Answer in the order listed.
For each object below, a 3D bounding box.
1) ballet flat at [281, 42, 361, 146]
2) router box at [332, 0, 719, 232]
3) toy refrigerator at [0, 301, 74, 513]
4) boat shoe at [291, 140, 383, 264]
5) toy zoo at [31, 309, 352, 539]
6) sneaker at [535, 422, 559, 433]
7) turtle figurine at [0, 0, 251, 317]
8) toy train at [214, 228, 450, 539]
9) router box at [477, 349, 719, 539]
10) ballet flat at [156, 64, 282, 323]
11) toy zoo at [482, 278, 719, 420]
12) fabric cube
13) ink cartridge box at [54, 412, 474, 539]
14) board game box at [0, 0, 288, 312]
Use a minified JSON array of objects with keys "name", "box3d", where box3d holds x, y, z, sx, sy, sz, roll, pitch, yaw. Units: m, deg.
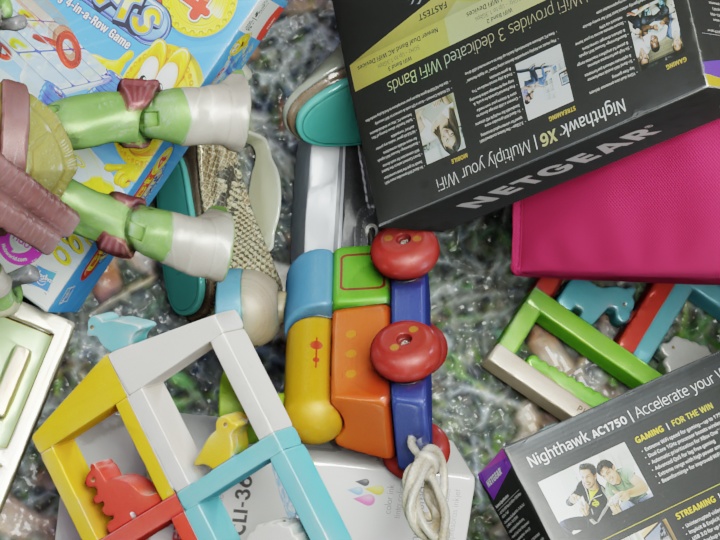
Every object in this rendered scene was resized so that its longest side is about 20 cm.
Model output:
[{"name":"ballet flat","box3d":[0.046,-0.118,1.256,0.199,0.068,0.064,-18,54,-13]},{"name":"router box","box3d":[0.079,-0.122,1.126,0.052,0.199,0.158,4,71,-48]},{"name":"toy refrigerator","box3d":[-0.215,0.108,1.212,0.076,0.070,0.201,22,74,-5]},{"name":"boat shoe","box3d":[0.000,0.000,1.275,0.066,0.070,0.201,1,80,-10]},{"name":"toy zoo","box3d":[-0.078,0.109,1.142,0.020,0.131,0.201,-13,73,-57]},{"name":"sneaker","box3d":[0.119,0.180,1.244,0.074,0.082,0.201,-13,90,-7]},{"name":"turtle figurine","box3d":[-0.159,-0.056,1.162,0.193,0.200,0.145,7,64,-13]},{"name":"toy train","box3d":[-0.016,0.067,1.157,0.115,0.085,0.201,-3,43,4]},{"name":"router box","box3d":[0.180,0.120,1.194,0.199,0.051,0.150,-22,76,-20]},{"name":"ballet flat","box3d":[-0.083,-0.070,1.285,0.075,0.068,0.201,-12,85,-35]},{"name":"toy zoo","box3d":[0.172,0.005,1.323,0.131,0.020,0.200,34,74,-2]},{"name":"fabric cube","box3d":[0.210,-0.091,1.179,0.196,0.199,0.201,0,90,-41]},{"name":"ink cartridge box","box3d":[-0.052,0.139,1.216,0.199,0.068,0.117,6,103,-9]},{"name":"board game box","box3d":[-0.174,-0.115,1.229,0.200,0.056,0.196,35,95,7]}]
